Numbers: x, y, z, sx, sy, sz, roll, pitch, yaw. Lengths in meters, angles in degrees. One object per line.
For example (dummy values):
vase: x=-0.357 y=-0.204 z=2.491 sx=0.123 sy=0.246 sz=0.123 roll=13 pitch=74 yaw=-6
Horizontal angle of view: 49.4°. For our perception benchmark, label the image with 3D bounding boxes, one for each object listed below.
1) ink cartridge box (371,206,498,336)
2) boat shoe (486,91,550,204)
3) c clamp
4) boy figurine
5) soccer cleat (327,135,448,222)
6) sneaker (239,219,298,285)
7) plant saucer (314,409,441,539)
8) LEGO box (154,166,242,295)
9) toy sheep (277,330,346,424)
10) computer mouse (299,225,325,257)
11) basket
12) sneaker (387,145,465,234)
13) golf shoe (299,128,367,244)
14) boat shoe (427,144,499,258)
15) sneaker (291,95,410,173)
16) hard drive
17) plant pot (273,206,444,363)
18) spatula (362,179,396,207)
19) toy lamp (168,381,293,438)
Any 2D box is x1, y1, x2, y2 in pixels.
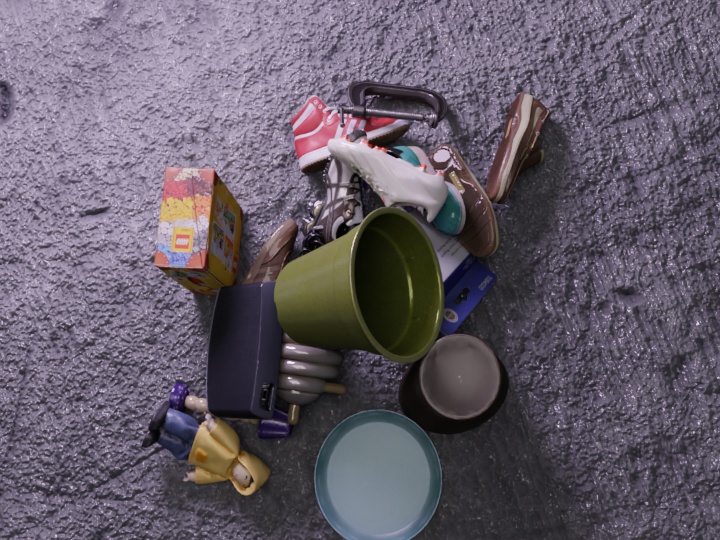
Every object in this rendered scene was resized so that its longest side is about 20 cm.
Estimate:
ink cartridge box: x=0.105 y=-0.017 z=1.204 sx=0.198 sy=0.044 sz=0.196 roll=36 pitch=41 yaw=11
boat shoe: x=0.264 y=-0.193 z=1.264 sx=0.074 sy=0.075 sz=0.206 roll=23 pitch=71 yaw=-6
c clamp: x=0.053 y=-0.263 z=1.276 sx=0.195 sy=0.028 sz=0.172 roll=1 pitch=37 yaw=-10
boy figurine: x=-0.234 y=0.284 z=1.201 sx=0.197 sy=0.065 sz=0.126 roll=30 pitch=111 yaw=-1
soccer cleat: x=0.035 y=-0.138 z=1.160 sx=0.196 sy=0.069 sz=0.079 roll=23 pitch=95 yaw=7
sneaker: x=-0.145 y=0.016 z=1.269 sx=0.075 sy=0.070 sz=0.202 roll=34 pitch=90 yaw=0
plant saucer: x=0.027 y=0.318 z=1.203 sx=0.195 sy=0.027 sz=0.205 roll=-1 pitch=77 yaw=4
LEGO box: x=-0.246 y=-0.055 z=1.217 sx=0.075 sy=0.200 sz=0.153 roll=3 pitch=77 yaw=5
toy sheep: x=-0.085 y=0.134 z=1.202 sx=0.134 sy=0.138 sz=0.205 roll=6 pitch=79 yaw=6
computer mouse: x=0.000 y=0.000 z=1.242 sx=0.195 sy=0.140 sz=0.053 roll=13 pitch=40 yaw=2
basket: x=0.138 y=0.164 z=1.139 sx=0.176 sy=0.200 sz=0.139 roll=-15 pitch=76 yaw=2
sneaker: x=0.089 y=-0.124 z=1.226 sx=0.078 sy=0.072 sz=0.201 roll=-5 pitch=42 yaw=-30
golf shoe: x=-0.018 y=-0.123 z=1.247 sx=0.094 sy=0.077 sz=0.203 roll=34 pitch=116 yaw=21
boat shoe: x=0.176 y=-0.109 z=1.256 sx=0.071 sy=0.076 sz=0.204 roll=-27 pitch=68 yaw=21
sneaker: x=-0.022 y=-0.248 z=1.307 sx=0.196 sy=0.071 sz=0.115 roll=-19 pitch=80 yaw=2
hard drive: x=-0.176 y=0.117 z=1.170 sx=0.133 sy=0.042 sz=0.205 roll=-6 pitch=75 yaw=39
plant pot: x=-0.015 y=0.033 z=1.075 sx=0.187 sy=0.198 sz=0.205 roll=-12 pitch=73 yaw=41
spatula: x=0.032 y=-0.122 z=1.224 sx=0.020 sy=0.057 sz=0.202 roll=-1 pitch=42 yaw=-24
toy lamp: x=-0.201 y=0.223 z=1.228 sx=0.195 sy=0.058 sz=0.060 roll=11 pitch=79 yaw=9
